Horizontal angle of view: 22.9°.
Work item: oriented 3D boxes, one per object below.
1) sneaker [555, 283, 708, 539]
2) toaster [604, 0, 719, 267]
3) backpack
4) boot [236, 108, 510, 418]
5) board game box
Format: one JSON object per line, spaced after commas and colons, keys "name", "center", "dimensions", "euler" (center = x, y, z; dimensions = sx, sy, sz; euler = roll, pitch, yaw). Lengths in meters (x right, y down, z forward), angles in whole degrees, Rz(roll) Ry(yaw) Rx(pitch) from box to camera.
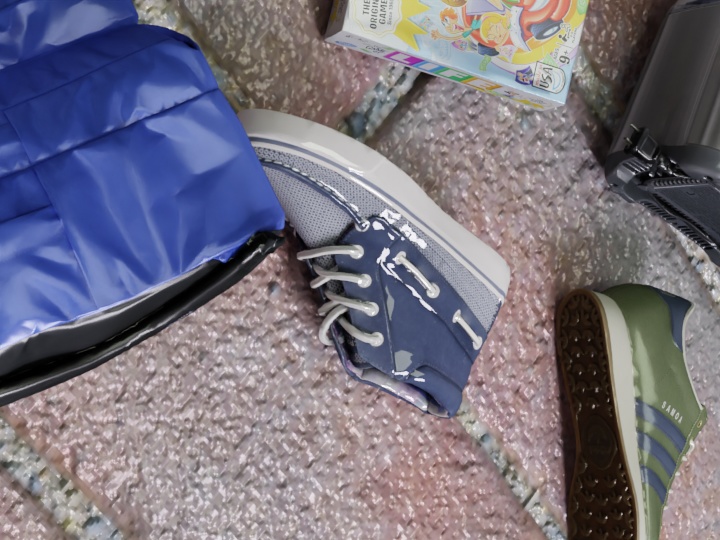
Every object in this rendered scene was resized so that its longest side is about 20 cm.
{"name": "sneaker", "center": [0.174, 0.106, 1.065], "dimensions": [0.089, 0.067, 0.203], "euler": [-8, 95, -31]}
{"name": "toaster", "center": [0.235, -0.083, 1.074], "dimensions": [0.199, 0.113, 0.130], "euler": [30, 72, -30]}
{"name": "backpack", "center": [-0.165, -0.024, 0.753], "dimensions": [0.199, 0.162, 0.169], "euler": [-30, 89, -22]}
{"name": "boot", "center": [0.000, 0.000, 0.924], "dimensions": [0.199, 0.072, 0.091], "euler": [33, 68, -34]}
{"name": "board game box", "center": [0.068, -0.203, 0.961], "dimensions": [0.133, 0.034, 0.202], "euler": [15, 84, -17]}
